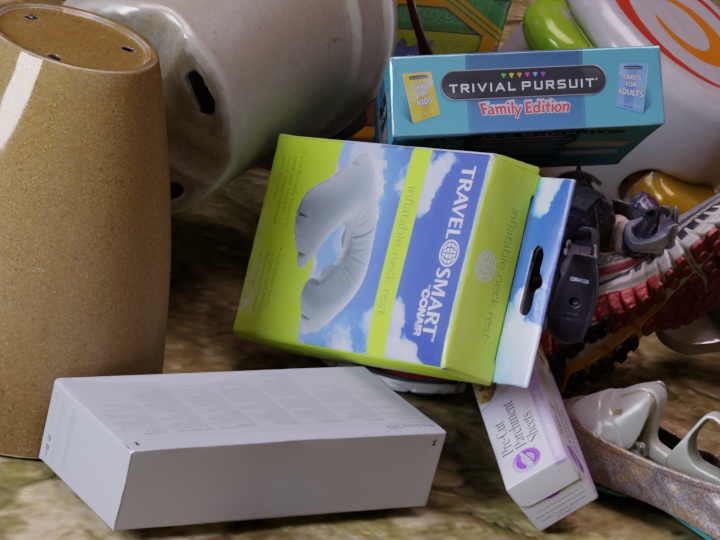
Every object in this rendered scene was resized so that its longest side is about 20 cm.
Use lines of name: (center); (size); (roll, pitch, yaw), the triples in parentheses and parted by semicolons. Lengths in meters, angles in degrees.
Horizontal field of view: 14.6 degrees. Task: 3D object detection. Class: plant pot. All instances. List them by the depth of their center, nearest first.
plant pot: (-0.173, -0.032, 1.485); (0.186, 0.201, 0.187); (15, 23, -6)
plant pot: (-0.101, -0.128, 1.655); (0.200, 0.201, 0.184); (21, 31, 11)

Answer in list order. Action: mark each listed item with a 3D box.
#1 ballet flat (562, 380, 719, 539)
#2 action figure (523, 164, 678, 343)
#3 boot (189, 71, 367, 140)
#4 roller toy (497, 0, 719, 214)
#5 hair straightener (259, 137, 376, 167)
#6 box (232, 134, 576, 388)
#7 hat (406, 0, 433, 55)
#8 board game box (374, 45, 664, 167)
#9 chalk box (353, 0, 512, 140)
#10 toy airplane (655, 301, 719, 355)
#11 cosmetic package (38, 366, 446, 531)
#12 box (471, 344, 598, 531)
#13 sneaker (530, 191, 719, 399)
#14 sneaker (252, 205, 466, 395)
ballet flat: (0.175, 0.102, 1.585); (0.199, 0.067, 0.068); (24, 24, 19)
action figure: (0.117, -0.018, 1.623); (0.130, 0.070, 0.200); (1, 24, 12)
boot: (-0.088, -0.155, 1.815); (0.199, 0.139, 0.077); (4, 33, 42)
roller toy: (0.191, -0.123, 2.002); (0.200, 0.140, 0.183); (38, 28, -4)
hair straightener: (-0.039, -0.077, 1.912); (0.199, 0.041, 0.077); (6, 18, -12)
box: (0.020, -0.006, 1.550); (0.048, 0.122, 0.200); (18, -7, -42)
hat: (0.068, -0.069, 1.765); (0.199, 0.177, 0.166); (23, 23, 16)
board game box: (0.087, -0.092, 1.629); (0.150, 0.047, 0.200); (-3, -4, -2)
chalk box: (-0.014, -0.172, 2.026); (0.199, 0.125, 0.124); (0, 27, -33)
toy airplane: (0.308, 0.006, 1.805); (0.198, 0.142, 0.200); (15, 37, 22)
cosmetic package: (-0.060, 0.092, 1.466); (0.199, 0.051, 0.082); (-1, 23, -37)
box: (0.088, 0.066, 1.594); (0.039, 0.041, 0.200); (52, 13, -33)
sneaker: (0.162, -0.004, 1.718); (0.200, 0.078, 0.082); (-28, 54, -23)
sneaker: (0.000, 0.000, 1.671); (0.077, 0.085, 0.200); (-3, 36, -39)
